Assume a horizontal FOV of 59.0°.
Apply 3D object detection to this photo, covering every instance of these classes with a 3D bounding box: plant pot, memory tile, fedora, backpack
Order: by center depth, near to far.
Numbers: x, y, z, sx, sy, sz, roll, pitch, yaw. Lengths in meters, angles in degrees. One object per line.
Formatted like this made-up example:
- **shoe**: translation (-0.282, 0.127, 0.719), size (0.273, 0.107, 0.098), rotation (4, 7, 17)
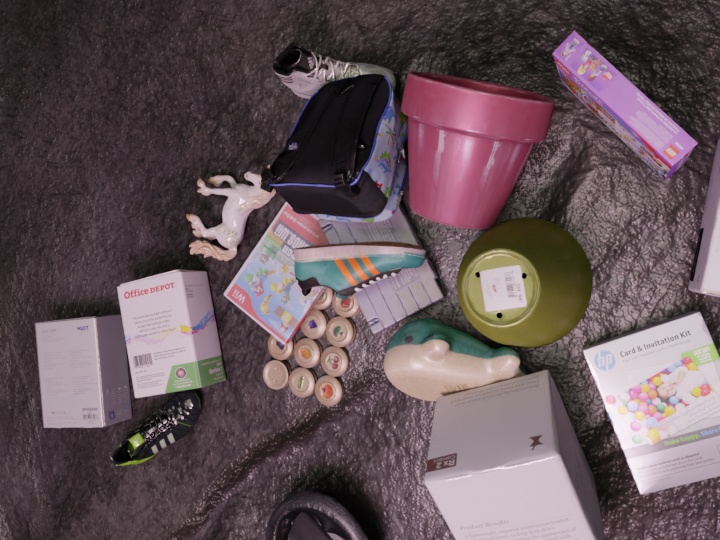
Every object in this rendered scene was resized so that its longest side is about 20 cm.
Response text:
- **plant pot**: translation (0.201, 0.018, 0.831), size (0.186, 0.200, 0.189), rotation (0, 90, 22)
- **plant pot**: translation (0.145, -0.162, 0.870), size (0.199, 0.200, 0.180), rotation (18, 113, 21)
- **backpack**: translation (-0.017, -0.173, 0.933), size (0.182, 0.147, 0.201), rotation (5, 66, 33)
- **fedora**: translation (-0.050, 0.436, 0.998), size (0.199, 0.091, 0.203), rotation (0, 91, 23)
- **memory tile**: translation (-0.082, 0.112, 1.050), size (0.152, 0.017, 0.202), rotation (14, 96, 22)

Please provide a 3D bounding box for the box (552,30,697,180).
- **box**: translation (0.333, -0.205, 0.809), size (0.039, 0.137, 0.200), rotation (-45, 75, 17)

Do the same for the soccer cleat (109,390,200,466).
- **soccer cleat**: translation (-0.363, 0.288, 1.134), size (0.200, 0.081, 0.068), rotation (-41, 76, 18)

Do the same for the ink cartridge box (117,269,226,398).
- **ink cartridge box**: translation (-0.332, 0.110, 1.117), size (0.144, 0.084, 0.202), rotation (-12, 86, 22)

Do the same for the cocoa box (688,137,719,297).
- **cocoa box**: translation (0.482, -0.060, 0.748), size (0.130, 0.133, 0.202), rotation (11, 95, 21)

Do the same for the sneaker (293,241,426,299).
- **sneaker**: translation (0.000, 0.000, 0.941), size (0.198, 0.071, 0.081), rotation (-2, 97, 12)

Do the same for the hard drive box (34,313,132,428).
- **hard drive box**: translation (-0.523, 0.189, 1.202), size (0.155, 0.077, 0.202), rotation (-6, 89, 22)

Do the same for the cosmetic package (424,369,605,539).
- **cosmetic package**: translation (0.201, 0.269, 0.816), size (0.164, 0.165, 0.201), rotation (-19, 111, 21)

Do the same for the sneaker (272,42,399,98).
- **sneaker**: translation (-0.046, -0.296, 0.978), size (0.199, 0.115, 0.076), rotation (12, 95, 22)

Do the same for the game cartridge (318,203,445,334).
- **game cartridge**: translation (0.033, -0.019, 0.981), size (0.129, 0.038, 0.201), rotation (-27, 80, 5)

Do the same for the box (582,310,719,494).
- **box**: translation (0.405, 0.172, 0.834), size (0.155, 0.041, 0.201), rotation (-22, 81, 21)

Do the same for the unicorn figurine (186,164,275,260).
- **unicorn figurine**: translation (-0.218, -0.110, 1.083), size (0.136, 0.074, 0.201), rotation (20, 112, 12)

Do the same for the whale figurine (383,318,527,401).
- **whale figurine**: translation (0.133, 0.121, 0.904), size (0.198, 0.159, 0.104), rotation (-5, 54, 25)

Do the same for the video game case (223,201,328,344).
- **video game case**: translation (-0.118, -0.001, 1.044), size (0.143, 0.017, 0.201), rotation (36, 93, 18)
